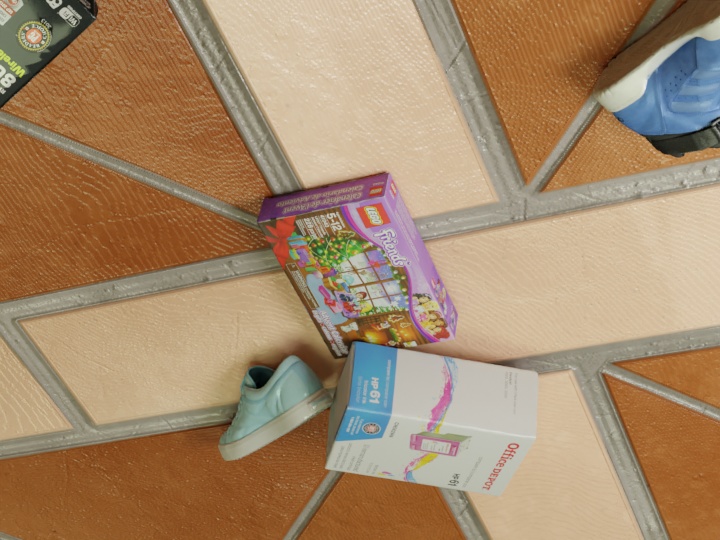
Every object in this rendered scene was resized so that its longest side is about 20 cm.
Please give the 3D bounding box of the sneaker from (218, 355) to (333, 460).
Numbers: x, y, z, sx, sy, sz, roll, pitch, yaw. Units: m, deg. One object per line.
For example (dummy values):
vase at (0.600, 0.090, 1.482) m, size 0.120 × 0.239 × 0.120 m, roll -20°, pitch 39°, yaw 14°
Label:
sneaker at (-0.105, 0.146, 1.588) m, size 0.200 × 0.074 × 0.082 m, roll -34°, pitch 82°, yaw 45°

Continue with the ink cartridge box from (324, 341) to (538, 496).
ink cartridge box at (0.074, 0.158, 1.508) m, size 0.199 × 0.085 × 0.145 m, roll 9°, pitch 146°, yaw -6°

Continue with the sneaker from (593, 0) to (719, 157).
sneaker at (0.297, -0.165, 1.179) m, size 0.111 × 0.077 × 0.200 m, roll 39°, pitch 133°, yaw -16°

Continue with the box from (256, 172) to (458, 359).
box at (0.000, 0.000, 1.430) m, size 0.137 × 0.039 × 0.200 m, roll -11°, pitch 130°, yaw 21°

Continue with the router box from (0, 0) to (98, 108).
router box at (-0.345, -0.240, 1.218) m, size 0.150 × 0.062 × 0.200 m, roll -40°, pitch 119°, yaw 11°
